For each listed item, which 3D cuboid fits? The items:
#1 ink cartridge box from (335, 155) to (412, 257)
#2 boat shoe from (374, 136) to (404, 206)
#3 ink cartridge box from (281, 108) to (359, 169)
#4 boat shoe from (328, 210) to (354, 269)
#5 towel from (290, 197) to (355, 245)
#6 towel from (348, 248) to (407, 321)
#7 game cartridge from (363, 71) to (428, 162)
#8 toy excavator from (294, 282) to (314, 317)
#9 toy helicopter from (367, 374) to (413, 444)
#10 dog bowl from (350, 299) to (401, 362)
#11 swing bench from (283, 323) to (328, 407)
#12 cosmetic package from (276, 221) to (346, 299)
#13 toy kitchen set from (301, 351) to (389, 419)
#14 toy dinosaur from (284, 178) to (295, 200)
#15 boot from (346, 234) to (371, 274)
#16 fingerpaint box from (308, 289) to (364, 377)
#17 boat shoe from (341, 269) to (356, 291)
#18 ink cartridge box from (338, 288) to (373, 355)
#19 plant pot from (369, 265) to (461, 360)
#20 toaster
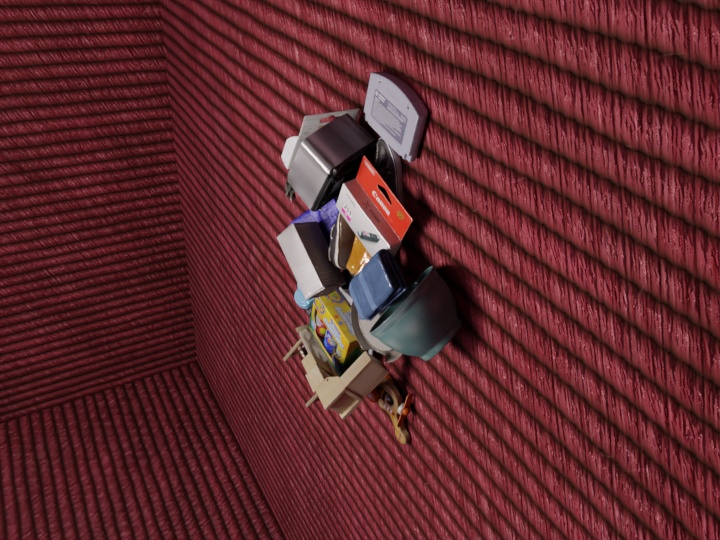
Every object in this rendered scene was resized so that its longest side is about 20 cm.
[{"bbox_3d":[0.027,-0.133,1.349,0.201,0.043,0.174,55,153,18],"label":"ink cartridge box"},{"bbox_3d":[0.060,-0.211,1.361,0.068,0.056,0.202,11,113,60],"label":"boat shoe"},{"bbox_3d":[-0.105,-0.349,1.491,0.048,0.159,0.200,62,150,20],"label":"ink cartridge box"},{"bbox_3d":[-0.045,-0.106,1.557,0.060,0.073,0.202,15,101,54],"label":"boat shoe"},{"bbox_3d":[-0.114,-0.121,1.661,0.199,0.049,0.149,-31,74,37],"label":"towel"},{"bbox_3d":[0.036,0.036,1.373,0.112,0.048,0.200,67,151,16],"label":"towel"},{"bbox_3d":[0.076,-0.349,1.288,0.200,0.041,0.134,53,149,35],"label":"game cartridge"},{"bbox_3d":[-0.129,0.020,1.766,0.100,0.194,0.201,48,170,41],"label":"toy excavator"},{"bbox_3d":[0.100,0.386,1.591,0.132,0.079,0.201,2,116,52],"label":"toy helicopter"},{"bbox_3d":[0.063,0.129,1.482,0.199,0.058,0.202,17,114,44],"label":"dog bowl"},{"bbox_3d":[-0.141,0.306,1.924,0.200,0.129,0.201,60,144,28],"label":"swing bench"},{"bbox_3d":[-0.135,-0.030,1.600,0.090,0.106,0.201,-31,79,36],"label":"cosmetic package"},{"bbox_3d":[-0.022,0.279,1.578,0.181,0.163,0.200,-47,38,6],"label":"toy kitchen set"},{"bbox_3d":[-0.154,-0.278,1.724,0.136,0.101,0.201,-50,40,40],"label":"toy dinosaur"},{"bbox_3d":[-0.002,-0.072,1.480,0.201,0.071,0.145,46,112,33],"label":"boot"},{"bbox_3d":[-0.068,0.175,1.684,0.200,0.073,0.168,54,146,32],"label":"fingerpaint box"},{"bbox_3d":[0.001,0.003,1.575,0.201,0.063,0.074,-45,60,57],"label":"boat shoe"},{"bbox_3d":[-0.003,0.171,1.686,0.200,0.040,0.201,44,140,44],"label":"ink cartridge box"},{"bbox_3d":[0.134,0.109,1.269,0.134,0.200,0.200,44,149,-1],"label":"plant pot"},{"bbox_3d":[-0.066,-0.264,1.418,0.119,0.181,0.200,45,147,5],"label":"toaster"}]
